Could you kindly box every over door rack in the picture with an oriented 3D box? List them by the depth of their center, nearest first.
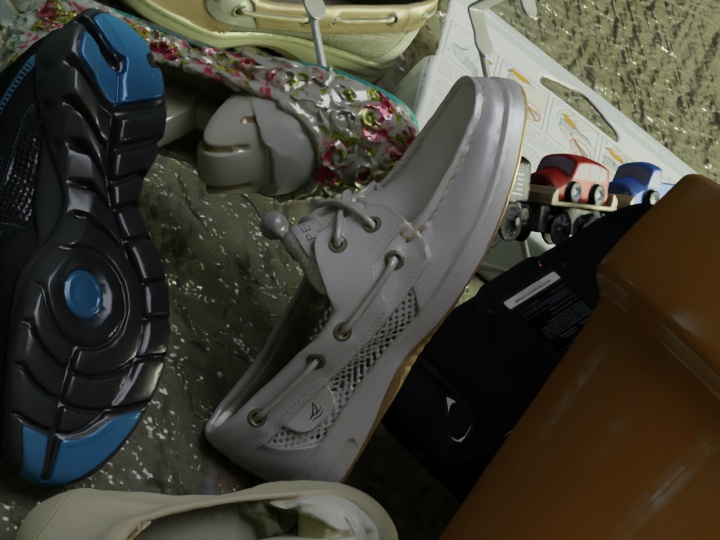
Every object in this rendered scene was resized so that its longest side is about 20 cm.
[{"bbox_3d":[0.022,-0.046,1.072,0.147,0.066,0.201,5,81,-50],"label":"over door rack"}]

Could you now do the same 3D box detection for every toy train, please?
[{"bbox_3d":[0.098,-0.035,1.078,0.200,0.034,0.046,4,92,-50],"label":"toy train"}]

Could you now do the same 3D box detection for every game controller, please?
[{"bbox_3d":[0.099,0.037,1.005,0.200,0.042,0.104,-30,53,-34],"label":"game controller"}]

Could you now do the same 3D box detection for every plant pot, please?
[{"bbox_3d":[0.130,0.097,0.865,0.200,0.183,0.200,46,1,-1],"label":"plant pot"}]

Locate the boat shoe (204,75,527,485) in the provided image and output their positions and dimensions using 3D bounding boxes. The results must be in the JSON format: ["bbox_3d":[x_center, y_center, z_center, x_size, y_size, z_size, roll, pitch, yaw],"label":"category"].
[{"bbox_3d":[0.000,0.000,0.937,0.069,0.201,0.071,27,5,-17],"label":"boat shoe"}]

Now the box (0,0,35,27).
[{"bbox_3d":[-0.183,-0.232,1.044,0.137,0.040,0.201,68,6,-52],"label":"box"}]

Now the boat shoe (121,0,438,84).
[{"bbox_3d":[-0.049,-0.151,1.155,0.200,0.063,0.073,18,42,-37],"label":"boat shoe"}]

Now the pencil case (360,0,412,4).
[{"bbox_3d":[0.038,-0.210,1.299,0.200,0.083,0.091,-35,103,-58],"label":"pencil case"}]

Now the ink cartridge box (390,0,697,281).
[{"bbox_3d":[0.102,-0.048,1.236,0.200,0.044,0.174,37,33,-14],"label":"ink cartridge box"}]

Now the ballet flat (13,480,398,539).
[{"bbox_3d":[-0.041,0.115,0.868,0.199,0.069,0.070,2,53,-43],"label":"ballet flat"}]

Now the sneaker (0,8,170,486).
[{"bbox_3d":[-0.125,-0.004,0.910,0.073,0.082,0.201,29,54,-41],"label":"sneaker"}]

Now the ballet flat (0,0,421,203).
[{"bbox_3d":[-0.074,-0.065,0.982,0.199,0.076,0.064,16,40,17],"label":"ballet flat"}]
